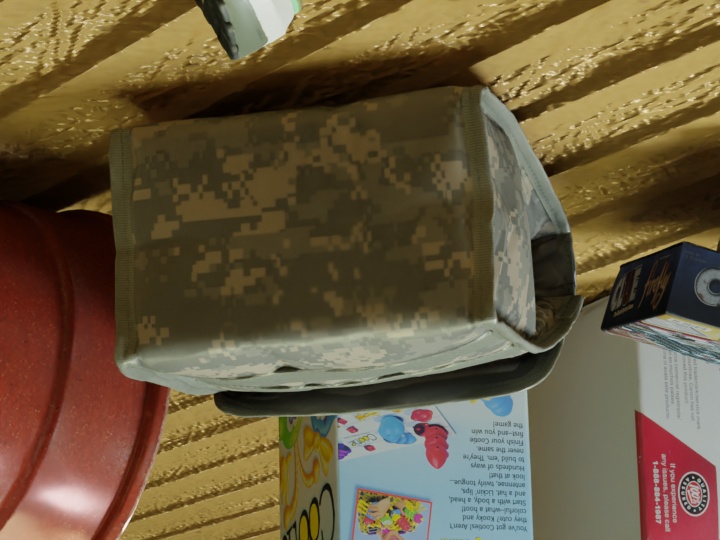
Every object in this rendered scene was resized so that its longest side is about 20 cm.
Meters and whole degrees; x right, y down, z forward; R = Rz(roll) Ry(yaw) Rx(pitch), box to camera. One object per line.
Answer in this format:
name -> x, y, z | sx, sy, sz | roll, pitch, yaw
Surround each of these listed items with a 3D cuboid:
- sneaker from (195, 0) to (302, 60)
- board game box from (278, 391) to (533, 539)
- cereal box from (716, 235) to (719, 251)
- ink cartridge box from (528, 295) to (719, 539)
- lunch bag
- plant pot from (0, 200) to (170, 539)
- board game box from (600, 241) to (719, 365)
sneaker -> -0.020, -0.137, 0.692 | 0.088, 0.077, 0.200 | -31, 166, -10
board game box -> 0.020, 0.095, 1.233 | 0.104, 0.201, 0.103 | 4, 164, -18
cereal box -> 0.260, 0.003, 1.108 | 0.199, 0.040, 0.144 | 14, 172, 7
ink cartridge box -> 0.203, 0.101, 1.374 | 0.199, 0.146, 0.145 | 6, 163, -24
lunch bag -> 0.000, 0.000, 1.057 | 0.163, 0.118, 0.200 | -6, 170, 15
plant pot -> -0.218, 0.040, 1.064 | 0.195, 0.202, 0.200 | 22, 153, -39
board game box -> 0.222, 0.035, 1.136 | 0.199, 0.035, 0.135 | 16, 173, -5
